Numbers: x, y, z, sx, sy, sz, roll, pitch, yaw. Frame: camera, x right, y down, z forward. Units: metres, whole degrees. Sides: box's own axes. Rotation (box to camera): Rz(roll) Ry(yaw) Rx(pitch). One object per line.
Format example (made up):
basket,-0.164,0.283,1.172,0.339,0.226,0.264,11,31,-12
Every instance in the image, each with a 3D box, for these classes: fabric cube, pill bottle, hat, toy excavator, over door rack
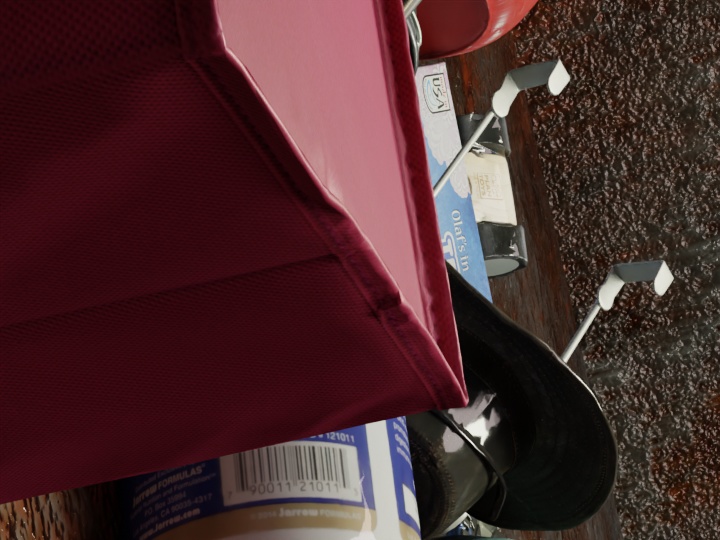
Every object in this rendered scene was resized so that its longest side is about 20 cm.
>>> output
fabric cube,-0.105,-0.069,0.471,0.200,0.198,0.197,56,23,-66
pill bottle,-0.041,0.046,0.961,0.116,0.115,0.201,62,19,-60
hat,0.012,0.074,1.069,0.081,0.200,0.201,-51,141,-28
toy excavator,0.037,-0.024,1.589,0.194,0.200,0.100,2,71,-34
over door rack,0.056,0.013,1.221,0.200,0.066,0.148,-47,122,-26

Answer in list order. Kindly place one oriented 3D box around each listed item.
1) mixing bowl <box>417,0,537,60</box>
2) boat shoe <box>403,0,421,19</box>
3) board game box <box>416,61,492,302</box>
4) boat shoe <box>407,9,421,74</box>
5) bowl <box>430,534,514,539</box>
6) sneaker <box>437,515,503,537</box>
mixing bowl,0.031,-0.185,1.309,0.200,0.199,0.109,64,29,-56
boat shoe,-0.022,-0.074,1.071,0.201,0.073,0.075,-63,-173,5
board game box,0.000,0.000,1.257,0.199,0.043,0.201,-17,96,-58
boat shoe,0.003,-0.173,1.179,0.063,0.072,0.201,54,-21,42
bowl,0.041,0.199,1.122,0.105,0.200,0.201,60,-3,35
sneaker,0.036,0.129,1.422,0.077,0.085,0.200,53,28,-36
